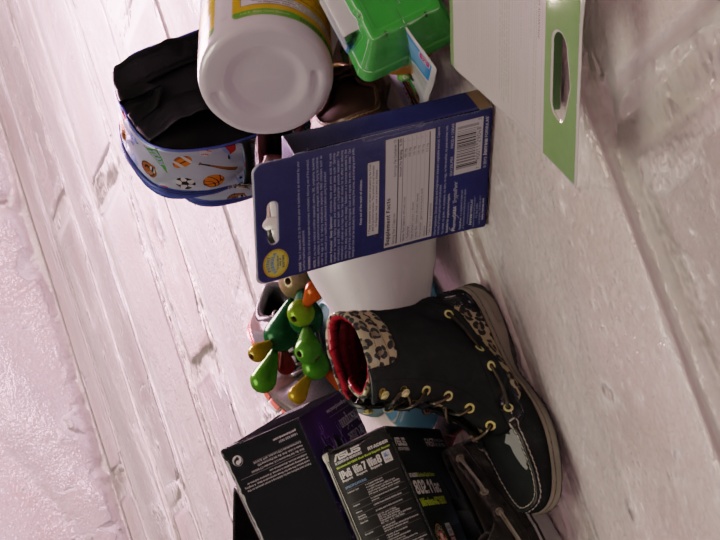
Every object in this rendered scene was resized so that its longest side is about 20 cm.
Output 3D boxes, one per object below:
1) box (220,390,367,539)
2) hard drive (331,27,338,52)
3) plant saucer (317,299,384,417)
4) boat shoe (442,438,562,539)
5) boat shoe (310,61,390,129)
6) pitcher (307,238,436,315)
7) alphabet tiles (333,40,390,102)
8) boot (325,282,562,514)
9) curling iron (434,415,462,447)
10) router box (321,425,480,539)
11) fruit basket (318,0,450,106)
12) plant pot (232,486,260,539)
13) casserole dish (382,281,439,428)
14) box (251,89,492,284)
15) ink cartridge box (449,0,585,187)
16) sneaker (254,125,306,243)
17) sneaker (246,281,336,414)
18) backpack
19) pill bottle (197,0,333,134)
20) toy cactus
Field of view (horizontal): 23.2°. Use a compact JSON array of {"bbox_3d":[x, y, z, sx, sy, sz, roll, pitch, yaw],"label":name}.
[{"bbox_3d":[-0.034,0.188,1.506,0.200,0.079,0.141,-20,-93,-79],"label":"box"},{"bbox_3d":[-0.082,-0.254,1.657,0.200,0.026,0.132,51,135,39],"label":"hard drive"},{"bbox_3d":[-0.022,0.060,1.829,0.200,0.027,0.200,164,90,-71],"label":"plant saucer"},{"bbox_3d":[0.128,0.231,1.477,0.071,0.064,0.200,105,145,-57],"label":"boat shoe"},{"bbox_3d":[-0.015,-0.139,1.492,0.200,0.072,0.068,-110,1,-78],"label":"boat shoe"},{"bbox_3d":[0.000,0.000,1.546,0.172,0.121,0.200,-14,88,61],"label":"pitcher"},{"bbox_3d":[-0.020,-0.213,1.633,0.166,0.006,0.200,101,147,-54],"label":"alphabet tiles"},{"bbox_3d":[0.065,0.110,1.407,0.073,0.154,0.204,-44,59,48],"label":"boot"},{"bbox_3d":[0.079,0.153,1.607,0.200,0.026,0.050,102,-175,-47],"label":"curling iron"},{"bbox_3d":[0.048,0.211,1.476,0.150,0.062,0.200,66,-168,12],"label":"router box"},{"bbox_3d":[0.005,-0.212,1.424,0.185,0.094,0.200,63,169,7],"label":"fruit basket"},{"bbox_3d":[-0.013,0.325,1.783,0.200,0.177,0.200,96,152,-46],"label":"plant pot"},{"bbox_3d":[0.039,0.073,1.647,0.200,0.039,0.121,102,146,-53],"label":"casserole dish"},{"bbox_3d":[0.006,-0.065,1.375,0.032,0.200,0.121,-125,26,-44],"label":"box"},{"bbox_3d":[0.120,-0.168,1.203,0.200,0.048,0.146,-130,30,-49],"label":"ink cartridge box"},{"bbox_3d":[-0.051,-0.090,1.650,0.200,0.076,0.116,-35,-61,-77],"label":"sneaker"},{"bbox_3d":[-0.072,0.083,1.840,0.200,0.077,0.082,-128,35,-46],"label":"sneaker"},{"bbox_3d":[-0.149,-0.157,1.754,0.154,0.190,0.200,99,151,-44],"label":"backpack"},{"bbox_3d":[-0.081,-0.216,1.493,0.200,0.111,0.111,-94,3,-50],"label":"pill bottle"},{"bbox_3d":[-0.046,0.031,1.734,0.165,0.102,0.200,-102,32,-50],"label":"toy cactus"}]
